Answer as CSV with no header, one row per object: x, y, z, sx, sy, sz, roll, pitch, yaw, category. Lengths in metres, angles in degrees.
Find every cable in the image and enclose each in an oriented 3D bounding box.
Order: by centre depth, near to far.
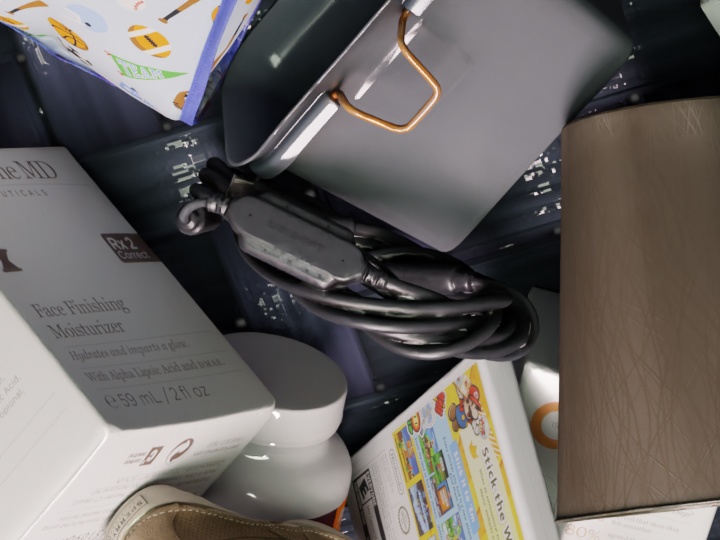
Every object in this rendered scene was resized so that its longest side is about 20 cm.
0.000,0.000,1.575,0.199,0.163,0.051,24,95,3,cable

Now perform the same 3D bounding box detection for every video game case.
0.056,0.166,1.614,0.023,0.201,0.182,-3,158,-28,video game case

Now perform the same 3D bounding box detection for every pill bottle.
-0.068,0.142,1.679,0.113,0.113,0.201,12,116,-2,pill bottle

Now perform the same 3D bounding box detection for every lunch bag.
-0.127,-0.173,1.515,0.170,0.124,0.200,27,145,1,lunch bag

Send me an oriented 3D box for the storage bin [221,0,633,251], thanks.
0.042,-0.108,1.546,0.134,0.146,0.200,32,114,-22,storage bin

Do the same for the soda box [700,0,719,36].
0.254,-0.088,1.571,0.063,0.068,0.200,-30,109,17,soda box

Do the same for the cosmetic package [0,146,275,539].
-0.190,0.060,1.577,0.200,0.165,0.165,49,113,18,cosmetic package

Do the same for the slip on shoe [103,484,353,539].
-0.051,0.166,1.581,0.076,0.061,0.200,-54,140,6,slip on shoe

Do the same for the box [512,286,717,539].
0.127,0.129,1.668,0.124,0.098,0.201,14,116,-2,box

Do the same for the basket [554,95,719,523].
0.167,0.020,1.514,0.180,0.136,0.201,-13,81,42,basket
